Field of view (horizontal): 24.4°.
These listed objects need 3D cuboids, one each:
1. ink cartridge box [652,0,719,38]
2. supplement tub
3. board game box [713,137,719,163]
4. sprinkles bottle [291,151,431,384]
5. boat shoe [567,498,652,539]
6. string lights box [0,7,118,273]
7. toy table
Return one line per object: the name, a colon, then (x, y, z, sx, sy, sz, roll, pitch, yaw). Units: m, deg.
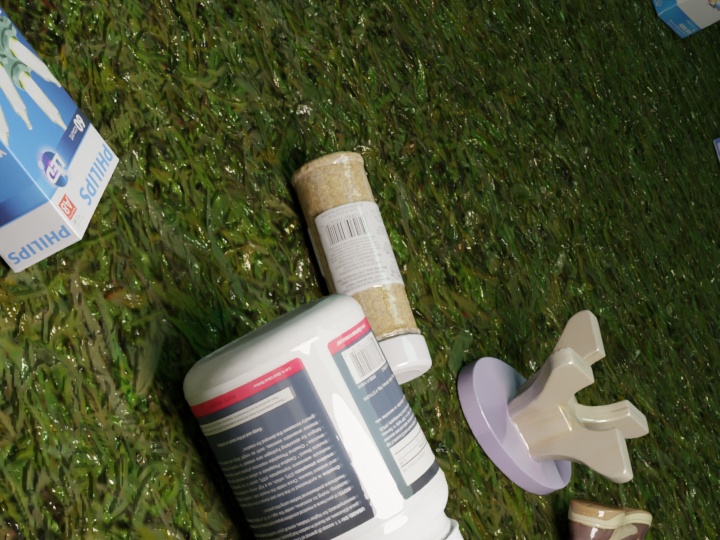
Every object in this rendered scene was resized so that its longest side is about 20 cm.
ink cartridge box: (0.652, -0.565, 3.155, 0.144, 0.199, 0.148, 23, 47, -56)
supplement tub: (-0.024, 0.131, 1.168, 0.201, 0.140, 0.140, 64, 24, -3)
board game box: (0.735, -0.127, 3.098, 0.199, 0.043, 0.201, 36, 36, -50)
sprinkles bottle: (0.000, 0.000, 1.432, 0.068, 0.068, 0.202, 12, 57, -61)
boat shoe: (0.250, 0.275, 1.706, 0.200, 0.072, 0.073, 25, 74, -70)
string lights box: (-0.244, -0.109, 1.047, 0.201, 0.059, 0.103, 54, 25, -24)
toy table: (0.195, 0.139, 1.644, 0.200, 0.116, 0.185, 26, 45, -56)
